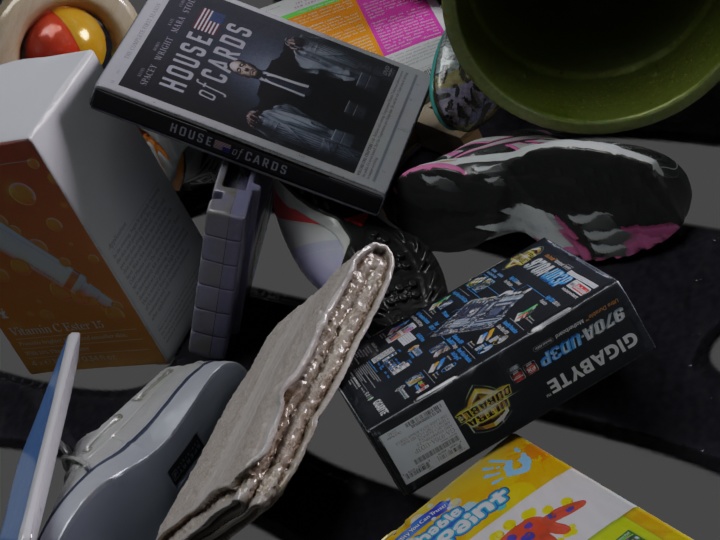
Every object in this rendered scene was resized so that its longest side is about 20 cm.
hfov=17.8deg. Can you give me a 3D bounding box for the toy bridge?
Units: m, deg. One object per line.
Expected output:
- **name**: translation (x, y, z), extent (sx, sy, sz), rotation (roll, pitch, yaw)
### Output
- **toy bridge**: translation (0.060, -0.095, 1.605), extent (0.200, 0.027, 0.067), rotation (-40, 34, -19)

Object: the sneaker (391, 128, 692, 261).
- **sneaker**: translation (0.121, -0.062, 1.473), extent (0.200, 0.080, 0.086), rotation (5, 31, 31)

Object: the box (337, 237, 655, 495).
- **box**: translation (0.068, 0.049, 1.318), extent (0.159, 0.046, 0.200), rotation (-31, 10, -3)

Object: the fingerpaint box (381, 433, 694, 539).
- **fingerpaint box**: translation (0.063, 0.193, 1.158), extent (0.200, 0.073, 0.167), rotation (-37, 34, -18)

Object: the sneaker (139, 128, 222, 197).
- **sneaker**: translation (-0.122, -0.096, 1.643), extent (0.077, 0.078, 0.200), rotation (-19, 0, -6)

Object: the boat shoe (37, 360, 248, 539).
- **boat shoe**: translation (-0.152, 0.123, 1.417), extent (0.086, 0.075, 0.202), rotation (1, 40, 38)

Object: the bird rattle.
- **bird rattle**: translation (-0.227, -0.147, 1.785), extent (0.200, 0.163, 0.113), rotation (-24, 13, -10)

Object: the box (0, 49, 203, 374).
- **box**: translation (-0.202, -0.036, 1.559), extent (0.124, 0.200, 0.098), rotation (-6, 39, 32)

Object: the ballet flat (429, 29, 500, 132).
- **ballet flat**: translation (0.104, -0.172, 1.586), extent (0.072, 0.072, 0.200), rotation (-8, 35, 29)

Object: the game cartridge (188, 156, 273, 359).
- **game cartridge**: translation (-0.078, -0.048, 1.558), extent (0.038, 0.130, 0.200), rotation (8, 40, 3)

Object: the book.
- **book**: translation (0.006, -0.159, 1.720), extent (0.134, 0.048, 0.200), rotation (-23, 33, 1)

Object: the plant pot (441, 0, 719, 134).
- **plant pot**: translation (0.144, -0.219, 1.489), extent (0.200, 0.200, 0.190), rotation (-22, 29, 10)

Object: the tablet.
- **tablet**: translation (-0.205, 0.143, 1.411), extent (0.014, 0.130, 0.200), rotation (19, 36, -10)

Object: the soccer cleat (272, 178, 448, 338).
- **soccer cleat**: translation (0.000, 0.000, 1.497), extent (0.068, 0.073, 0.200), rotation (-17, 46, -21)

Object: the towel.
- **towel**: translation (-0.052, 0.080, 1.375), extent (0.133, 0.034, 0.200), rotation (-40, 18, 51)

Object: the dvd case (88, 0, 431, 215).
- **dvd case**: translation (-0.062, -0.119, 1.524), extent (0.200, 0.025, 0.150), rotation (21, 39, 0)
